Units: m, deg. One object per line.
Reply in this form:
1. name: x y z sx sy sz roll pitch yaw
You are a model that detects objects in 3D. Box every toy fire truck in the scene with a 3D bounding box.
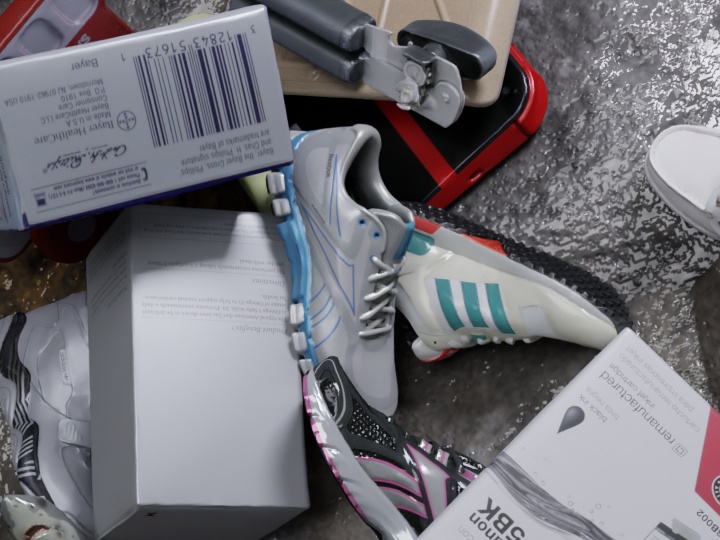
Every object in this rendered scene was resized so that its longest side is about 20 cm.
1. toy fire truck: -0.232 -0.110 1.393 0.200 0.168 0.112 -48 50 -1

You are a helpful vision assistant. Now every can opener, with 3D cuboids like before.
1. can opener: -0.002 -0.158 1.312 0.199 0.053 0.066 28 48 24

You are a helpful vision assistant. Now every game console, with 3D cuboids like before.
1. game console: 0.022 -0.128 1.385 0.177 0.031 0.200 -42 59 10

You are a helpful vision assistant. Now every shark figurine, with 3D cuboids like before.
1. shark figurine: -0.205 0.245 1.298 0.090 0.127 0.216 -127 51 -63

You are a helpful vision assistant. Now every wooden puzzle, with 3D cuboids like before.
1. wooden puzzle: 0.021 -0.203 1.366 0.199 0.046 0.186 7 74 21

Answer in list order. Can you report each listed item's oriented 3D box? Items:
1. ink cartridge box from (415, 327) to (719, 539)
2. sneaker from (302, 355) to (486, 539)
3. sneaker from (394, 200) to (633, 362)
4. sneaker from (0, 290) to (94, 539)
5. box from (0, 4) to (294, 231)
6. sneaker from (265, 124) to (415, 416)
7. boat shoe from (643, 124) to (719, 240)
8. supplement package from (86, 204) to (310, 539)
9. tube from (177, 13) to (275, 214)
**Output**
1. ink cartridge box: 0.135 0.158 1.137 0.147 0.083 0.200 44 74 9
2. sneaker: 0.037 0.136 1.214 0.086 0.080 0.201 -32 90 -6
3. sneaker: 0.084 0.026 1.282 0.199 0.070 0.094 25 102 25
4. sneaker: -0.186 0.094 1.355 0.115 0.075 0.201 -31 58 13
5. box: -0.164 -0.096 1.254 0.183 0.200 0.106 -15 97 -20
6. sneaker: 0.000 0.000 1.251 0.086 0.075 0.201 -14 90 35
7. boat shoe: 0.261 -0.045 1.221 0.200 0.069 0.071 31 86 30
8. supplement package: -0.111 0.071 1.276 0.116 0.117 0.201 4 70 -23
9. tube: -0.083 -0.099 1.377 0.058 0.052 0.200 -19 57 -19
